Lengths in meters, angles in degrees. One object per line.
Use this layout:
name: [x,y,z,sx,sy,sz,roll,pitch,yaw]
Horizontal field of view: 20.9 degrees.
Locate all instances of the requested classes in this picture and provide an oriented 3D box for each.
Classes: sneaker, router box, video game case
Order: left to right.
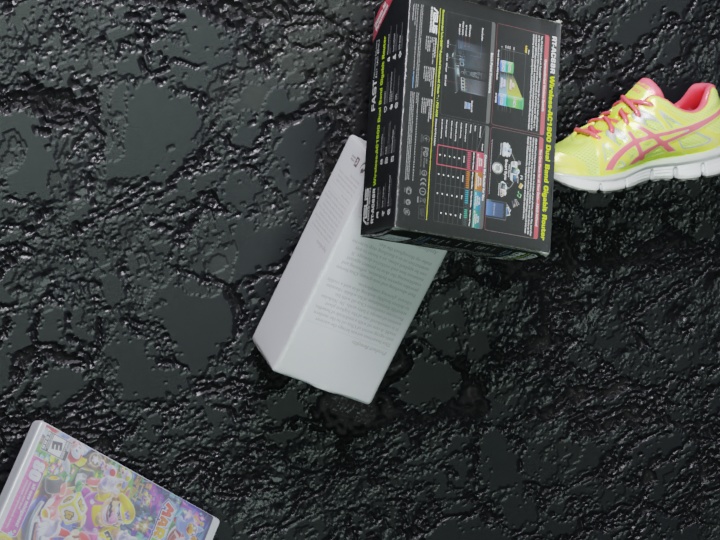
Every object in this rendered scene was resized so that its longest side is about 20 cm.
video game case: [-0.224,0.236,1.656,0.199,0.018,0.144,34,67,-30]
router box: [0.083,-0.116,1.580,0.149,0.062,0.202,9,80,-27]
sneaker: [0.230,-0.120,1.689,0.199,0.078,0.091,-11,108,-23]

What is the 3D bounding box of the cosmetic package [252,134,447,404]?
cosmetic package: [0.000,0.000,1.646,0.101,0.071,0.201,21,103,-27]
